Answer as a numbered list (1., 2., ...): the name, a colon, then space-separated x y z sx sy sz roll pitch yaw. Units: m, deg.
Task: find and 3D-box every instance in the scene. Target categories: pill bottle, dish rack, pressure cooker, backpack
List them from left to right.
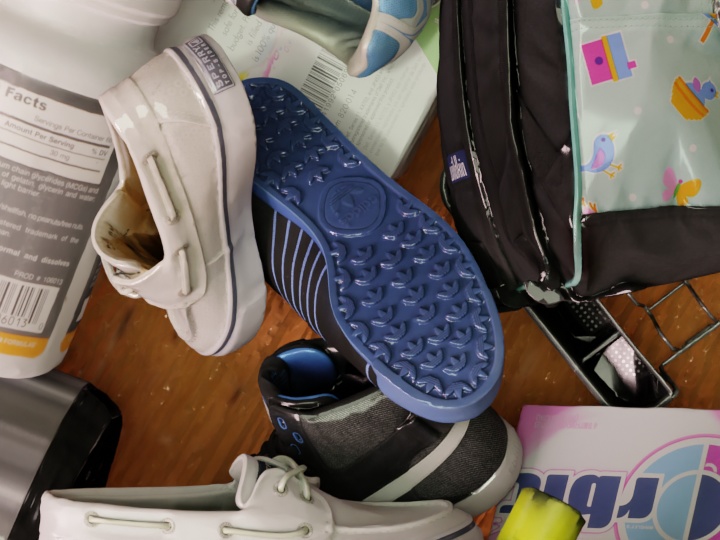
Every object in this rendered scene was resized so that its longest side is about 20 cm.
1. pressure cooker: -0.230 0.105 1.140 0.200 0.179 0.176 22 101 1
2. pill bottle: -0.155 -0.062 1.092 0.116 0.116 0.200 24 102 5
3. backpack: 0.110 -0.093 1.038 0.153 0.176 0.200 -12 90 -11
4. dish rack: 0.156 -0.046 1.144 0.200 0.055 0.153 -39 90 8

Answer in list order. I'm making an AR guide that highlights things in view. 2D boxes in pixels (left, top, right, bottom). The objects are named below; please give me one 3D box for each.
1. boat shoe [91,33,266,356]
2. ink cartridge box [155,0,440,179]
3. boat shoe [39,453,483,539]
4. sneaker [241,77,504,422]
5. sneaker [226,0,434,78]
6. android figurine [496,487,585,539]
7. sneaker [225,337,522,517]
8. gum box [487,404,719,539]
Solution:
1. boat shoe: -0.086 -0.020 1.066 0.070 0.200 0.071 -25 62 -18
2. ink cartridge box: -0.044 -0.139 1.155 0.200 0.067 0.117 29 98 3
3. boat shoe: -0.042 0.113 1.058 0.200 0.074 0.067 -7 97 -17
4. sneaker: 0.000 0.000 1.080 0.070 0.078 0.200 -30 59 -12
5. sneaker: -0.059 -0.156 1.054 0.200 0.073 0.072 32 134 0
6. android figurine: 0.061 0.197 0.995 0.182 0.041 0.200 33 76 -12
7. sneaker: -0.036 0.086 1.132 0.200 0.073 0.112 -25 130 22
8. gum box: 0.161 0.127 1.091 0.200 0.066 0.114 -1 57 29
